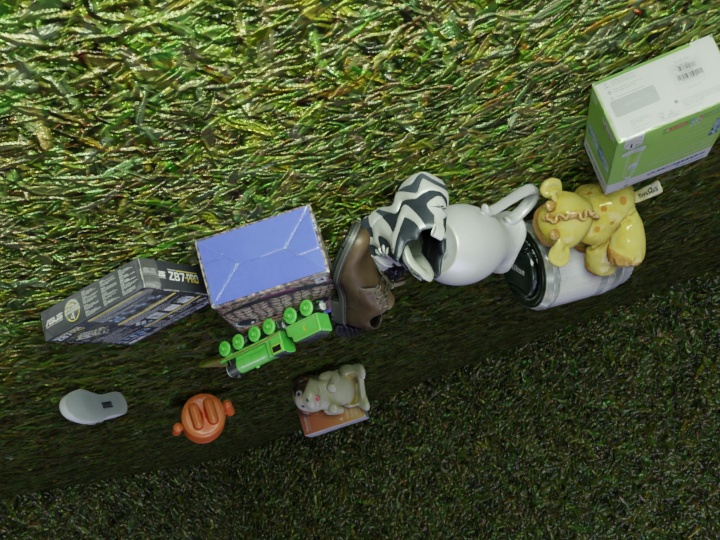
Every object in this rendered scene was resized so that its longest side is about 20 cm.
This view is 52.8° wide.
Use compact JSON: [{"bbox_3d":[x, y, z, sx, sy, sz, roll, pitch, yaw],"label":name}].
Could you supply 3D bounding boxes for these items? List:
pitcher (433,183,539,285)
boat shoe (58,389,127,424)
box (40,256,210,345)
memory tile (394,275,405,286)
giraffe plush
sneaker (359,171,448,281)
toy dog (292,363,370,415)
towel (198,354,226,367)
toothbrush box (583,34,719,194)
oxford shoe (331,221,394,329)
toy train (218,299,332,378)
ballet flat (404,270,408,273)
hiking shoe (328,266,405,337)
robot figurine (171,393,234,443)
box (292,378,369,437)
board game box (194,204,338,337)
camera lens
[{"bbox_3d":[0.184,-0.061,1.108,0.199,0.121,0.172,-7,134,-48],"label":"pitcher"},{"bbox_3d":[-0.562,0.291,1.495,0.065,0.074,0.200,-25,162,10],"label":"boat shoe"},{"bbox_3d":[-0.317,0.049,1.019,0.199,0.049,0.161,-26,164,25],"label":"box"},{"bbox_3d":[-0.027,0.040,1.268,0.198,0.017,0.153,-13,-179,-15],"label":"memory tile"},{"bbox_3d":[0.341,-0.074,1.120,0.161,0.174,0.200,-11,154,-19],"label":"giraffe plush"},{"bbox_3d":[0.050,-0.021,0.965,0.079,0.130,0.199,28,128,-30],"label":"sneaker"},{"bbox_3d":[-0.099,0.341,2.092,0.199,0.141,0.194,-11,-161,-27],"label":"toy dog"},{"bbox_3d":[-0.263,0.196,1.611,0.086,0.018,0.200,-20,165,27],"label":"towel"},{"bbox_3d":[0.370,-0.187,0.915,0.145,0.087,0.200,-21,163,10],"label":"toothbrush box"},{"bbox_3d":[0.008,0.010,0.942,0.084,0.073,0.201,18,149,13],"label":"oxford shoe"},{"bbox_3d":[-0.123,0.098,1.020,0.199,0.057,0.042,-28,161,29],"label":"toy train"},{"bbox_3d":[0.070,-0.019,1.207,0.198,0.068,0.046,-17,-164,-2],"label":"ballet flat"},{"bbox_3d":[0.000,0.000,1.126,0.076,0.101,0.201,24,105,-46],"label":"hiking shoe"},{"bbox_3d":[-0.410,0.390,1.900,0.144,0.116,0.200,-58,180,-24],"label":"robot figurine"},{"bbox_3d":[-0.091,0.416,2.256,0.199,0.153,0.106,-19,165,1],"label":"box"},{"bbox_3d":[-0.119,0.009,1.009,0.158,0.098,0.200,-18,163,-1],"label":"board game box"},{"bbox_3d":[0.368,-0.024,1.308,0.198,0.161,0.160,-13,163,-17],"label":"camera lens"}]
